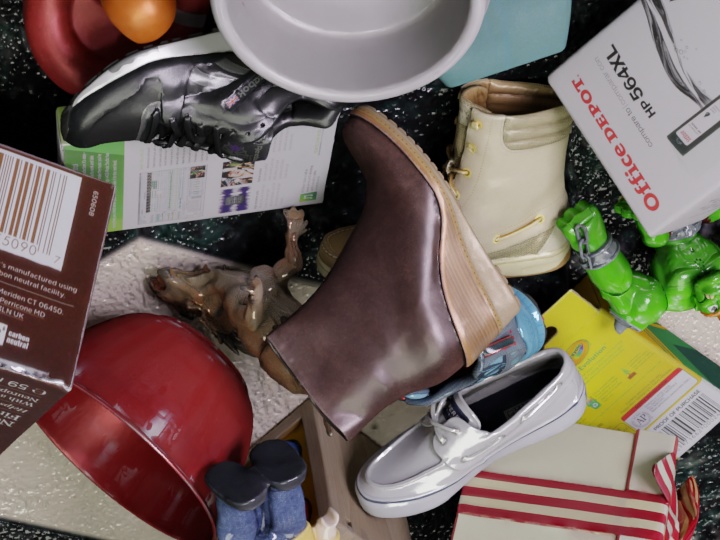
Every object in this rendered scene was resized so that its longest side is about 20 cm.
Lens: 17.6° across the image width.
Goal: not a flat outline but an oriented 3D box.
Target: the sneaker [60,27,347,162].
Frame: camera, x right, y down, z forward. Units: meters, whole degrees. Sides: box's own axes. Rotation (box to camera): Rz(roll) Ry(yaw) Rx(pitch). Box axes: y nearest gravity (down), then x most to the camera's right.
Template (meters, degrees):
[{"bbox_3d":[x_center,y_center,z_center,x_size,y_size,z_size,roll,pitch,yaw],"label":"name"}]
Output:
[{"bbox_3d":[-0.101,-0.110,1.570,0.200,0.088,0.076,-21,164,-19],"label":"sneaker"}]

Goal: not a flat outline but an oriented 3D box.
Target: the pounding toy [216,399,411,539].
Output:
[{"bbox_3d":[-0.079,0.230,1.861,0.200,0.184,0.142,-40,122,18],"label":"pounding toy"}]

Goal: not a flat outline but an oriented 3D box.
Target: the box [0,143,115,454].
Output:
[{"bbox_3d":[-0.293,0.019,1.638,0.166,0.165,0.200,19,151,-20],"label":"box"}]

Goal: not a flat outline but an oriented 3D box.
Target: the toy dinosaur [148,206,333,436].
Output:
[{"bbox_3d":[-0.063,0.049,1.756,0.086,0.200,0.136,-25,160,-32],"label":"toy dinosaur"}]

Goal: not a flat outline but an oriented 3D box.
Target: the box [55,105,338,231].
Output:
[{"bbox_3d":[-0.120,-0.082,1.676,0.199,0.036,0.144,-9,156,-11],"label":"box"}]

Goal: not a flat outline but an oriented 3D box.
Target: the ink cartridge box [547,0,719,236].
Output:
[{"bbox_3d":[0.253,-0.137,1.645,0.200,0.146,0.084,-40,168,37],"label":"ink cartridge box"}]

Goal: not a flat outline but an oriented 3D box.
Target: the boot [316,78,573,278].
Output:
[{"bbox_3d":[0.065,-0.064,1.745,0.199,0.073,0.156,-5,126,-8],"label":"boot"}]

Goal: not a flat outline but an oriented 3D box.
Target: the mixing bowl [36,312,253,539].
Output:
[{"bbox_3d":[-0.156,0.105,1.779,0.108,0.200,0.200,-49,128,-23],"label":"mixing bowl"}]

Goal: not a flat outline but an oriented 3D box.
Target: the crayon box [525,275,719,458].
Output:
[{"bbox_3d":[0.193,0.088,1.890,0.200,0.051,0.127,34,114,-29],"label":"crayon box"}]

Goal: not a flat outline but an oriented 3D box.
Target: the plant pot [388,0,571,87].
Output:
[{"bbox_3d":[0.070,-0.238,1.588,0.141,0.141,0.200,-19,131,4],"label":"plant pot"}]

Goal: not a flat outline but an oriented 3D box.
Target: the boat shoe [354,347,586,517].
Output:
[{"bbox_3d":[0.079,0.119,1.807,0.200,0.074,0.065,-31,139,-5],"label":"boat shoe"}]

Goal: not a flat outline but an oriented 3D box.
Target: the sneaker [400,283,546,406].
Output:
[{"bbox_3d":[0.042,0.063,1.782,0.200,0.095,0.079,-21,98,43],"label":"sneaker"}]

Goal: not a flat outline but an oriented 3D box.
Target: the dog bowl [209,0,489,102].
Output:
[{"bbox_3d":[-0.007,-0.190,1.487,0.199,0.059,0.200,2,137,2],"label":"dog bowl"}]

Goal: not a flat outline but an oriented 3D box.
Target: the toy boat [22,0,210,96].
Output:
[{"bbox_3d":[-0.155,-0.197,1.577,0.130,0.131,0.200,11,122,-16],"label":"toy boat"}]

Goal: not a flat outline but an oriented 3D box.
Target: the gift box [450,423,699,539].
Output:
[{"bbox_3d":[0.169,0.227,1.848,0.186,0.185,0.200,10,152,8],"label":"gift box"}]

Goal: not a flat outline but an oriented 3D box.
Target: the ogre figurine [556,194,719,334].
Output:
[{"bbox_3d":[0.254,-0.026,1.794,0.200,0.098,0.120,-33,126,-32],"label":"ogre figurine"}]

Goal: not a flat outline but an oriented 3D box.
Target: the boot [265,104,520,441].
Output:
[{"bbox_3d":[0.000,0.000,1.661,0.166,0.072,0.200,-34,87,-7],"label":"boot"}]

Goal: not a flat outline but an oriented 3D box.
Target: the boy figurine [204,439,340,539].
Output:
[{"bbox_3d":[-0.068,0.226,1.728,0.124,0.064,0.200,-23,124,-23],"label":"boy figurine"}]
